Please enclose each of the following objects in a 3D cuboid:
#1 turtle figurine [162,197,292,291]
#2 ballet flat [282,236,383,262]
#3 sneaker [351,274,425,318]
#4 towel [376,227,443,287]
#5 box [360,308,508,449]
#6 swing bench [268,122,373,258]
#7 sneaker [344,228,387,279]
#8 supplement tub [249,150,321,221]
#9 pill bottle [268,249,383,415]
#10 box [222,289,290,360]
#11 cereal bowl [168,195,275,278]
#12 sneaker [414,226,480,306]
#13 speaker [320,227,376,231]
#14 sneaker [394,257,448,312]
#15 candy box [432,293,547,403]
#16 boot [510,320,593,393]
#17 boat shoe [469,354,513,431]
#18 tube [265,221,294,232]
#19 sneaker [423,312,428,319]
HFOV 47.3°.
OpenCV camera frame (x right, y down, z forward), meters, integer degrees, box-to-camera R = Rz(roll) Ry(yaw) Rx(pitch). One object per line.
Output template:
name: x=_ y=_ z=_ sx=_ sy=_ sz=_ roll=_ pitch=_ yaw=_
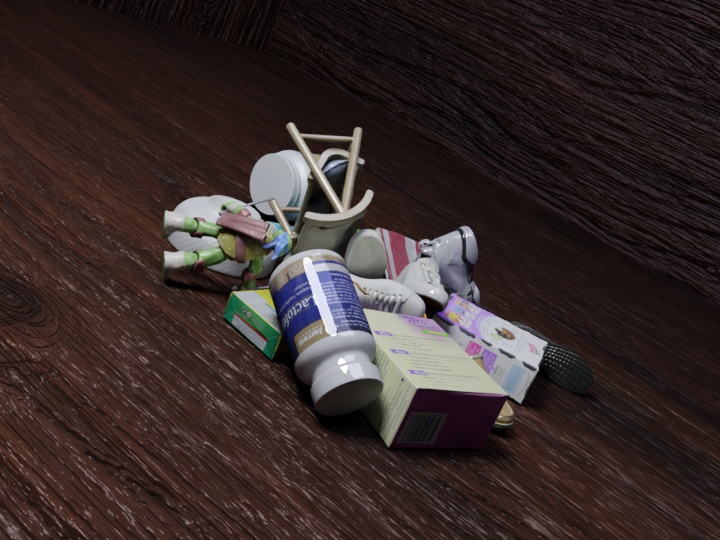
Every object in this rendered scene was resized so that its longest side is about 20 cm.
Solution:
turtle figurine: x=-0.210 y=-0.031 z=1.278 sx=0.190 sy=0.147 sz=0.200 roll=1 pitch=15 yaw=-17
ballet flat: x=-0.045 y=-0.031 z=1.462 sx=0.198 sy=0.069 sz=0.063 roll=-18 pitch=12 yaw=-30
sneaker: x=0.009 y=0.050 z=1.247 sx=0.197 sy=0.074 sz=0.085 roll=17 pitch=15 yaw=-13
towel: x=0.119 y=-0.002 z=1.631 sx=0.198 sy=0.023 sz=0.146 roll=19 pitch=46 yaw=-38
box: x=0.074 y=0.152 z=1.166 sx=0.174 sy=0.098 sz=0.200 roll=10 pitch=24 yaw=-37
swing bench: x=-0.065 y=-0.095 z=1.338 sx=0.128 sy=0.200 sz=0.203 roll=0 pitch=56 yaw=-19
sneaker: x=0.000 y=0.000 z=1.347 sx=0.074 sy=0.202 sz=0.085 roll=-12 pitch=44 yaw=-12
supplement tub: x=-0.123 y=-0.176 z=1.737 sx=0.144 sy=0.146 sz=0.199 roll=35 pitch=20 yaw=29
pill bottle: x=-0.044 y=0.082 z=1.096 sx=0.114 sy=0.116 sz=0.202 roll=8 pitch=47 yaw=-40
box: x=-0.098 y=0.074 z=1.239 sx=0.117 sy=0.049 sz=0.199 roll=37 pitch=23 yaw=29
cereal bowl: x=-0.230 y=-0.071 z=1.413 sx=0.197 sy=0.084 sz=0.201 roll=21 pitch=19 yaw=-8
sneaker: x=0.163 y=0.018 z=1.568 sx=0.113 sy=0.203 sz=0.075 roll=-11 pitch=27 yaw=-11
speaker: x=-0.018 y=-0.039 z=1.596 sx=0.088 sy=0.090 sz=0.198 roll=36 pitch=21 yaw=33
sneaker: x=0.109 y=0.015 z=1.422 sx=0.072 sy=0.085 sz=0.200 roll=34 pitch=-4 yaw=-17
candy box: x=0.220 y=0.132 z=1.451 sx=0.198 sy=0.072 sz=0.168 roll=28 pitch=18 yaw=12
boot: x=0.366 y=0.156 z=1.593 sx=0.198 sy=0.068 sz=0.130 roll=32 pitch=13 yaw=16
boat shoe: x=0.170 y=0.166 z=1.284 sx=0.071 sy=0.077 sz=0.200 roll=5 pitch=27 yaw=-47
tube: x=-0.124 y=-0.063 z=1.593 sx=0.077 sy=0.051 sz=0.199 roll=38 pitch=17 yaw=25
sneaker: x=0.079 y=0.083 z=1.396 sx=0.077 sy=0.078 sz=0.200 roll=17 pitch=17 yaw=-14
